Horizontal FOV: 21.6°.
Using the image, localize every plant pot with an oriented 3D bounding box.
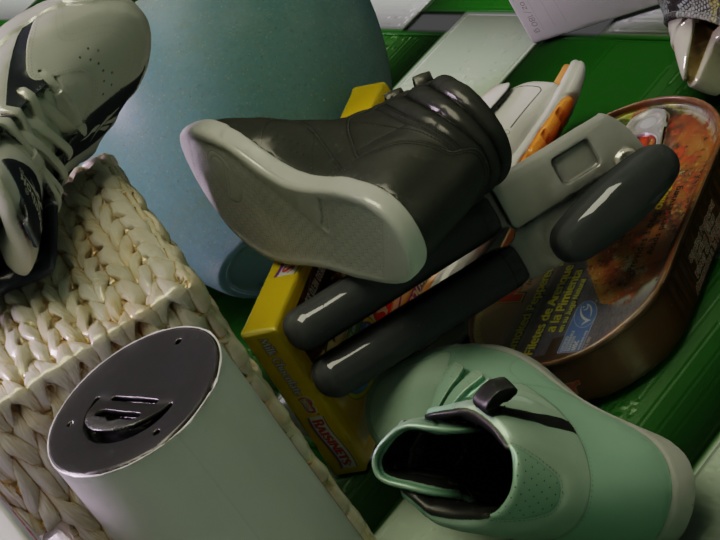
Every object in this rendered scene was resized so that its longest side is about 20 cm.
[{"bbox_3d":[-0.061,-0.065,1.095,0.200,0.200,0.135,-29,64,10],"label":"plant pot"}]

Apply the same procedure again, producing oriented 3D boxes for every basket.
[{"bbox_3d":[-0.123,0.079,0.907,0.161,0.199,0.200,-34,29,-4],"label":"basket"}]

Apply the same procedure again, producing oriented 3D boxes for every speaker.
[{"bbox_3d":[-0.041,0.118,0.760,0.081,0.200,0.081,-24,31,16],"label":"speaker"}]

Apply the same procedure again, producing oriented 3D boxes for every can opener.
[{"bbox_3d":[0.059,-0.009,0.891,0.200,0.053,0.067,-32,6,-11],"label":"can opener"}]

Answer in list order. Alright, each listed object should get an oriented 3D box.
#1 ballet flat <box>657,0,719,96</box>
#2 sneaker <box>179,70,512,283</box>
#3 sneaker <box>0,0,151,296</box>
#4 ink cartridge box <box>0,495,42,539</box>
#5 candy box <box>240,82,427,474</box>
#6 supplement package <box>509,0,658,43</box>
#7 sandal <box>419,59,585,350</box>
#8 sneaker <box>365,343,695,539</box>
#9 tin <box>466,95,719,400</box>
[{"bbox_3d":[0.200,-0.125,1.009,0.072,0.072,0.200,-37,17,-4],"label":"ballet flat"},{"bbox_3d":[-0.004,-0.054,0.919,0.099,0.071,0.200,-37,32,-24],"label":"sneaker"},{"bbox_3d":[-0.153,-0.049,0.861,0.199,0.080,0.129,-38,32,-20],"label":"sneaker"},{"bbox_3d":[-0.113,0.183,0.740,0.083,0.200,0.145,-41,30,-11],"label":"ink cartridge box"},{"bbox_3d":[0.000,0.000,0.995,0.026,0.102,0.200,-9,38,29],"label":"candy box"},{"bbox_3d":[0.177,-0.243,1.152,0.199,0.121,0.120,-15,34,32],"label":"supplement package"},{"bbox_3d":[0.059,-0.050,1.019,0.207,0.059,0.079,-56,-8,-32],"label":"sandal"},{"bbox_3d":[0.038,0.068,0.828,0.200,0.118,0.074,16,92,53],"label":"sneaker"},{"bbox_3d":[0.125,-0.012,0.953,0.112,0.042,0.200,-4,41,36],"label":"tin"}]
